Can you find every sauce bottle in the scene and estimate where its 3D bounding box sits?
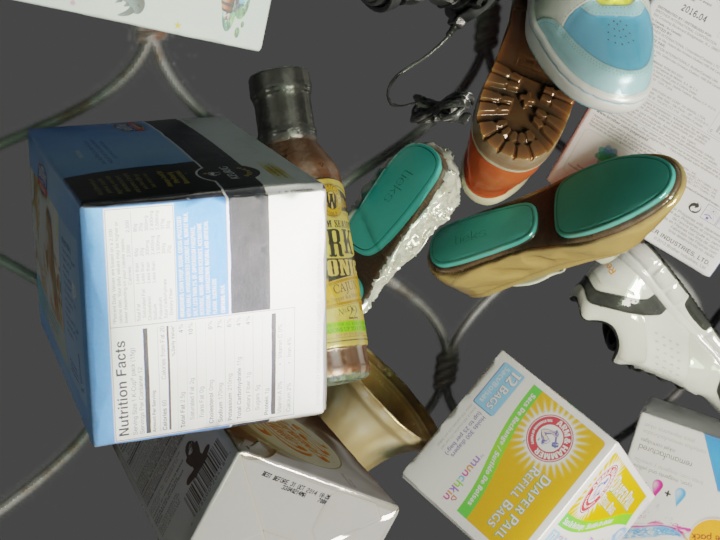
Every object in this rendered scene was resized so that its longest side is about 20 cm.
[{"bbox_3d":[-0.038,-0.027,0.788,0.064,0.065,0.203,-8,84,-22],"label":"sauce bottle"}]

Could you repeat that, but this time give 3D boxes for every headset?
[{"bbox_3d":[0.051,-0.194,0.792,0.122,0.094,0.203,3,94,-25],"label":"headset"}]

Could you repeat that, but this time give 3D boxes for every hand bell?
[{"bbox_3d":[-0.047,0.152,0.880,0.200,0.104,0.104,-45,120,10],"label":"hand bell"}]

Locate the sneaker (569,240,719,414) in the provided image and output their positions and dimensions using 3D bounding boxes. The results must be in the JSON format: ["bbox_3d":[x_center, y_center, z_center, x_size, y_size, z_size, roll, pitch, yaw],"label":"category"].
[{"bbox_3d":[0.237,0.054,0.981,0.080,0.074,0.200,-40,115,8],"label":"sneaker"}]

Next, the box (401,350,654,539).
[{"bbox_3d":[0.125,0.152,0.882,0.113,0.101,0.200,-50,152,-2],"label":"box"}]

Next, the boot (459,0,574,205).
[{"bbox_3d":[0.122,-0.138,0.861,0.074,0.107,0.201,27,68,5],"label":"boot"}]

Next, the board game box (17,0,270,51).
[{"bbox_3d":[-0.160,-0.177,0.671,0.198,0.147,0.065,6,105,-26],"label":"board game box"}]

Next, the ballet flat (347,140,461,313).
[{"bbox_3d":[0.000,0.000,0.852,0.200,0.072,0.072,-45,119,-3],"label":"ballet flat"}]

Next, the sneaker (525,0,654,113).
[{"bbox_3d":[0.148,-0.205,0.760,0.079,0.202,0.131,-1,146,-12],"label":"sneaker"}]

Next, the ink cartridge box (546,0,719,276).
[{"bbox_3d":[0.236,-0.117,0.843,0.136,0.076,0.201,31,121,6],"label":"ink cartridge box"}]

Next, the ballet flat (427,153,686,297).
[{"bbox_3d":[0.139,-0.027,0.856,0.063,0.198,0.069,41,47,-38],"label":"ballet flat"}]

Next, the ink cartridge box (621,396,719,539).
[{"bbox_3d":[0.253,0.218,1.001,0.114,0.068,0.202,18,102,17],"label":"ink cartridge box"}]

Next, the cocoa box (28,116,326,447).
[{"bbox_3d":[-0.112,-0.005,0.717,0.130,0.200,0.135,-6,109,-21],"label":"cocoa box"}]

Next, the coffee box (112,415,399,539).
[{"bbox_3d":[-0.076,0.118,0.774,0.114,0.200,0.080,26,96,-28],"label":"coffee box"}]
